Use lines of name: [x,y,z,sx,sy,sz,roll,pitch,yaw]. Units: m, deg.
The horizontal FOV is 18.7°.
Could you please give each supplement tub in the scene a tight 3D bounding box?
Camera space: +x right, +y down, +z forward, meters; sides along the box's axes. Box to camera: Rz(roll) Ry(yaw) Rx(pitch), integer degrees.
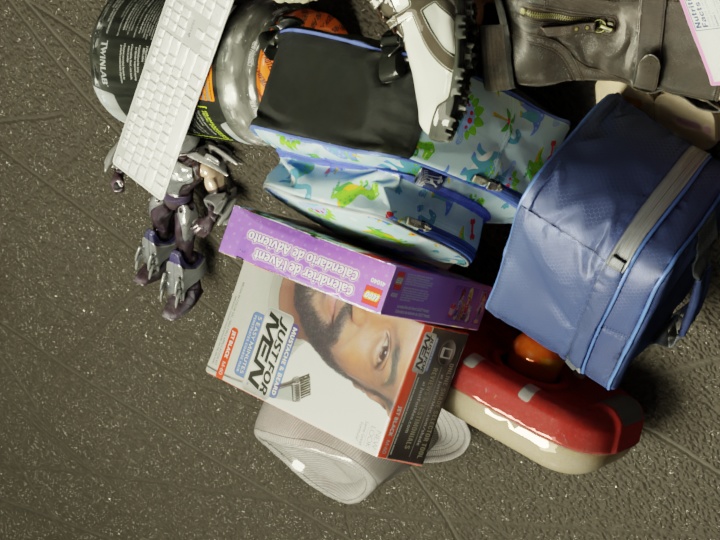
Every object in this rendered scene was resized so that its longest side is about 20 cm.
supplement tub: [-0.109,-0.165,1.741,0.200,0.122,0.123,12,130,39]

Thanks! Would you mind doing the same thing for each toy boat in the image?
toy boat: [0.138,0.064,1.725,0.200,0.130,0.131,29,109,23]

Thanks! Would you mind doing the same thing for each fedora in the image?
fedora: [-0.015,0.133,1.826,0.200,0.090,0.177,9,147,45]

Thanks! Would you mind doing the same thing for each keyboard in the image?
keyboard: [-0.144,-0.148,1.686,0.056,0.011,0.200,41,127,25]

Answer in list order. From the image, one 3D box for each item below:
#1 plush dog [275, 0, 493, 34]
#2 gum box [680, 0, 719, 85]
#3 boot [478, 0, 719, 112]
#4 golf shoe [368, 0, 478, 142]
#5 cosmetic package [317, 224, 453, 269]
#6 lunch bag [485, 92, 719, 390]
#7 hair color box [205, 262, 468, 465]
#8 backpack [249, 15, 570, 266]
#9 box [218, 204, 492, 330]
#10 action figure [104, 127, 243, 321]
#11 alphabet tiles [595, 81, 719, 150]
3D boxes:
plush dog: [0.024,-0.277,1.524,0.200,0.161,0.172,13,122,0]
gum box: [0.241,-0.219,1.347,0.066,0.113,0.200,0,122,45]
boot: [0.164,-0.196,1.432,0.174,0.069,0.200,0,124,8]
golf shoe: [0.031,-0.182,1.445,0.094,0.078,0.201,-2,88,4]
cosmetic package: [0.002,-0.004,1.818,0.101,0.071,0.200,47,144,1]
lunch bag: [0.185,-0.009,1.566,0.132,0.136,0.200,34,149,14]
hair color box: [-0.021,0.065,1.723,0.200,0.064,0.111,22,95,39]
backpack: [0.038,-0.085,1.590,0.183,0.200,0.147,14,88,49]
box: [0.000,0.000,1.624,0.137,0.200,0.039,20,93,24]
action figure: [-0.165,-0.058,1.941,0.130,0.069,0.200,33,138,27]
alphabet tiles: [0.201,-0.178,1.508,0.195,0.015,0.200,19,135,33]
